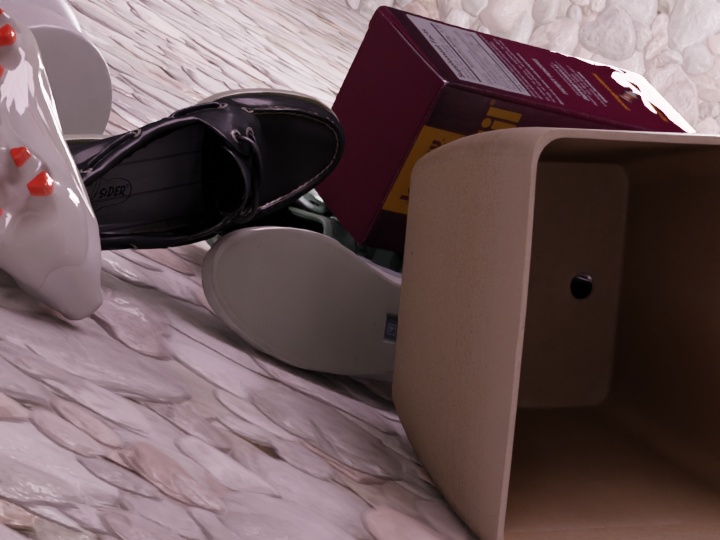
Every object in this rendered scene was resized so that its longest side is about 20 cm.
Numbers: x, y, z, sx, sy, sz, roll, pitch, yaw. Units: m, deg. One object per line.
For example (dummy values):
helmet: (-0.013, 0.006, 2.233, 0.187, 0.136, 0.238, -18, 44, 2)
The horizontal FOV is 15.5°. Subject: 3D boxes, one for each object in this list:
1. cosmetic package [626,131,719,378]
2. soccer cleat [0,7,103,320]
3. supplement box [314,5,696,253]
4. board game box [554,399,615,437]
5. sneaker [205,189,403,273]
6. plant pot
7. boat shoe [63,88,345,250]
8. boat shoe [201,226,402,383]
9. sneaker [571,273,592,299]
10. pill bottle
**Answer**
cosmetic package: (0.194, 0.031, 1.394, 0.050, 0.083, 0.200, -14, 58, -26)
soccer cleat: (-0.168, -0.053, 1.260, 0.078, 0.069, 0.200, 63, 1, -41)
supplement box: (0.082, -0.065, 1.500, 0.199, 0.111, 0.086, 10, 28, -36)
board game box: (0.183, 0.126, 1.473, 0.134, 0.045, 0.200, 34, 10, 31)
sneaker: (0.000, 0.000, 1.510, 0.200, 0.074, 0.118, 18, 3, -3)
plant pot: (0.119, 0.022, 1.301, 0.199, 0.201, 0.177, 1, 10, -27)
boat shoe: (-0.084, -0.047, 1.340, 0.199, 0.075, 0.066, -6, 18, -32)
boat shoe: (-0.008, 0.027, 1.414, 0.200, 0.070, 0.071, 18, -11, -32)
sneaker: (0.168, 0.037, 1.531, 0.114, 0.076, 0.199, 37, 16, 16)
pill bottle: (-0.216, -0.123, 1.432, 0.109, 0.110, 0.200, 22, 11, -39)
